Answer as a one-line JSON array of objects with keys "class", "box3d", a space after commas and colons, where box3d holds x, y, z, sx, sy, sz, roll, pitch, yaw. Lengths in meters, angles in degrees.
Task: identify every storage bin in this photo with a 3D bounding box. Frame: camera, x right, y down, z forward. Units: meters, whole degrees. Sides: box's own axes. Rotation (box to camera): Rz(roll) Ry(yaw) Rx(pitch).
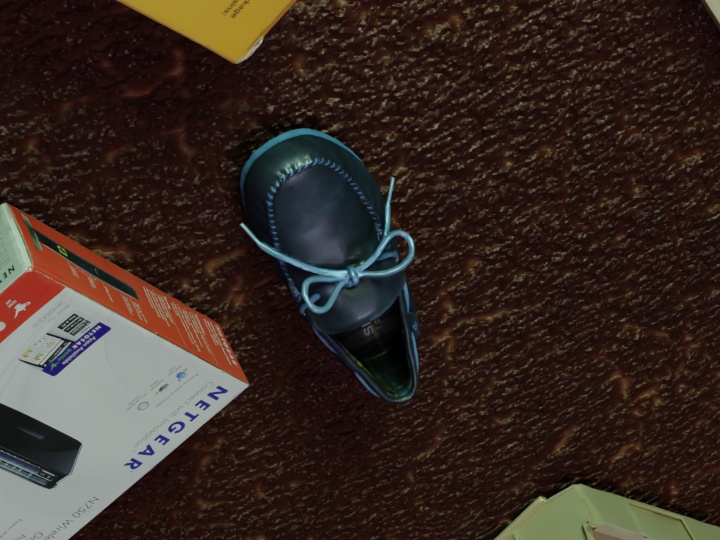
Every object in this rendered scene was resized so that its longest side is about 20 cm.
[{"class": "storage bin", "box3d": [0.159, 0.260, 1.458, 0.200, 0.094, 0.199, 21, 121, -44]}]

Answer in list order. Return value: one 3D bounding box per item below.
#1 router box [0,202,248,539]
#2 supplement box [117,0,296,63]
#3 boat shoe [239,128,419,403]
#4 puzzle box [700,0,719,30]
[{"class": "router box", "box3d": [-0.189, 0.075, 1.067, 0.200, 0.049, 0.179, -41, 141, 14]}, {"class": "supplement box", "box3d": [-0.105, -0.160, 0.843, 0.067, 0.069, 0.200, -44, 138, 19]}, {"class": "boat shoe", "box3d": [0.000, 0.000, 1.085, 0.084, 0.069, 0.200, -32, 142, 4]}, {"class": "puzzle box", "box3d": [0.249, -0.167, 1.089, 0.133, 0.025, 0.200, -37, 141, 9]}]
